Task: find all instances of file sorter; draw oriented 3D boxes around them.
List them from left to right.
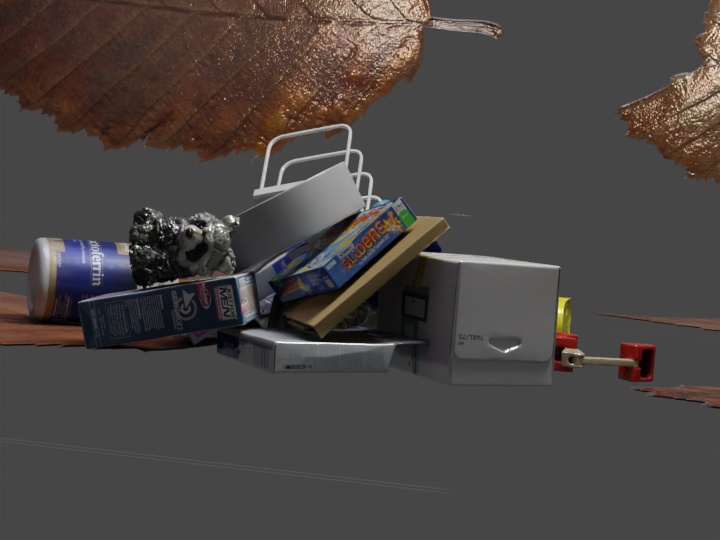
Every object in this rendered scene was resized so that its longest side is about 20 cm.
[{"bbox_3d":[-0.047,-0.089,1.906,0.137,0.125,0.201,-8,-45,17],"label":"file sorter"}]

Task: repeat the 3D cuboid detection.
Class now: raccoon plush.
[{"bbox_3d":[-0.203,-0.031,1.646,0.133,0.098,0.200,-1,3,6],"label":"raccoon plush"}]

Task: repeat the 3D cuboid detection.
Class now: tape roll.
[{"bbox_3d":[-0.095,-0.066,1.705,0.199,0.067,0.200,-26,4,2],"label":"tape roll"}]

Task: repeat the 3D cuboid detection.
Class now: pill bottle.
[{"bbox_3d":[-0.363,0.017,1.881,0.198,0.117,0.116,3,3,-23],"label":"pill bottle"}]

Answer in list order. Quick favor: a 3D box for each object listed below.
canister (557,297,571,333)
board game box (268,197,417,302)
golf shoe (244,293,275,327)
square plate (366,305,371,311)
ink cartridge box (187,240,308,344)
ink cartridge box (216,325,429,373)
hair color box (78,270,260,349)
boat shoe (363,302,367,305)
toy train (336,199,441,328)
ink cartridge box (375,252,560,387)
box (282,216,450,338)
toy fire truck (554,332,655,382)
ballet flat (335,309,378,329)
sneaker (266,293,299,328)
[{"bbox_3d":[0.200,0.078,1.935,0.198,0.087,0.148,4,5,14],"label":"canister"},{"bbox_3d":[-0.025,-0.023,1.637,0.135,0.035,0.200,-41,10,-22],"label":"board game box"},{"bbox_3d":[-0.128,0.070,1.906,0.198,0.079,0.097,1,23,-9],"label":"golf shoe"},{"bbox_3d":[0.094,0.020,1.918,0.197,0.029,0.200,5,22,36],"label":"square plate"},{"bbox_3d":[-0.149,0.025,1.784,0.199,0.042,0.119,-36,7,-4],"label":"ink cartridge box"},{"bbox_3d":[-0.048,0.094,1.594,0.198,0.041,0.199,1,3,-24],"label":"ink cartridge box"},{"bbox_3d":[-0.229,0.047,1.617,0.198,0.061,0.100,-9,3,9],"label":"hair color box"},{"bbox_3d":[0.008,0.014,1.848,0.199,0.072,0.066,-8,40,18],"label":"boat shoe"},{"bbox_3d":[0.000,0.000,1.757,0.116,0.200,0.085,48,-2,44],"label":"toy train"},{"bbox_3d":[0.128,0.056,1.625,0.145,0.148,0.200,3,3,-26],"label":"ink cartridge box"},{"bbox_3d":[0.004,0.004,1.591,0.200,0.021,0.163,-39,12,-11],"label":"box"},{"bbox_3d":[0.270,0.112,1.744,0.198,0.049,0.141,3,4,-30],"label":"toy fire truck"},{"bbox_3d":[0.047,0.048,1.787,0.198,0.070,0.069,-19,-3,15],"label":"ballet flat"},{"bbox_3d":[-0.066,0.058,1.830,0.066,0.091,0.200,7,4,27],"label":"sneaker"}]
